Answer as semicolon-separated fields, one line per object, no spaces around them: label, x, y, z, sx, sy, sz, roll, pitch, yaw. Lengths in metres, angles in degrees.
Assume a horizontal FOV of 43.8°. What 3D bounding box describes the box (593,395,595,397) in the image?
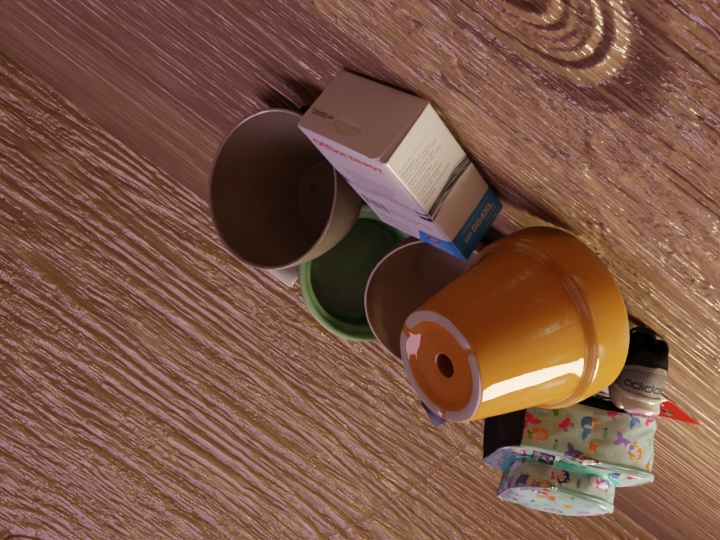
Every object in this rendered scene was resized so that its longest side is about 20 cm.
box;0.262;0.097;1.124;0.200;0.049;0.082;72;-173;-52

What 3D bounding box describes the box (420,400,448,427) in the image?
box;0.196;0.143;1.284;0.044;0.160;0.200;58;-147;5

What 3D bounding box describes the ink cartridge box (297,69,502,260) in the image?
ink cartridge box;0.047;-0.114;0.982;0.146;0.084;0.200;30;170;41

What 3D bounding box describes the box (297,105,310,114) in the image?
box;0.021;-0.137;1.194;0.163;0.021;0.200;27;168;46

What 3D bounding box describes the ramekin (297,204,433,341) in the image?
ramekin;0.000;0.000;1.336;0.200;0.200;0.098;38;176;-14

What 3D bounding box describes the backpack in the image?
backpack;0.259;0.223;1.101;0.200;0.151;0.178;4;161;0

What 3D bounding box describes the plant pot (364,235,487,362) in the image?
plant pot;0.117;0.022;1.231;0.200;0.200;0.134;37;-150;-5

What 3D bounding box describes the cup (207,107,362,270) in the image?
cup;-0.075;-0.100;1.162;0.200;0.200;0.143;32;-164;28

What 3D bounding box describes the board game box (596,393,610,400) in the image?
board game box;0.284;0.203;1.385;0.200;0.032;0.120;3;-174;-22

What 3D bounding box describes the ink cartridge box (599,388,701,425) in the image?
ink cartridge box;0.404;0.190;1.395;0.200;0.057;0.163;42;172;-7

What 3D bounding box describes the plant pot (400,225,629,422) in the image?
plant pot;0.150;0.072;0.963;0.200;0.183;0.200;32;131;44

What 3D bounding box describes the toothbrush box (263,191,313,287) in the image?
toothbrush box;-0.125;-0.064;1.506;0.086;0.146;0.200;37;176;-17

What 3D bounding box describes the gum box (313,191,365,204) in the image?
gum box;-0.076;-0.153;1.444;0.200;0.045;0.170;35;174;11

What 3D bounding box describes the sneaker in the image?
sneaker;0.338;0.106;1.111;0.074;0.087;0.200;16;-165;1

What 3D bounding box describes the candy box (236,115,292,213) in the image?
candy box;-0.128;-0.124;1.293;0.115;0.055;0.200;-95;-5;-76
